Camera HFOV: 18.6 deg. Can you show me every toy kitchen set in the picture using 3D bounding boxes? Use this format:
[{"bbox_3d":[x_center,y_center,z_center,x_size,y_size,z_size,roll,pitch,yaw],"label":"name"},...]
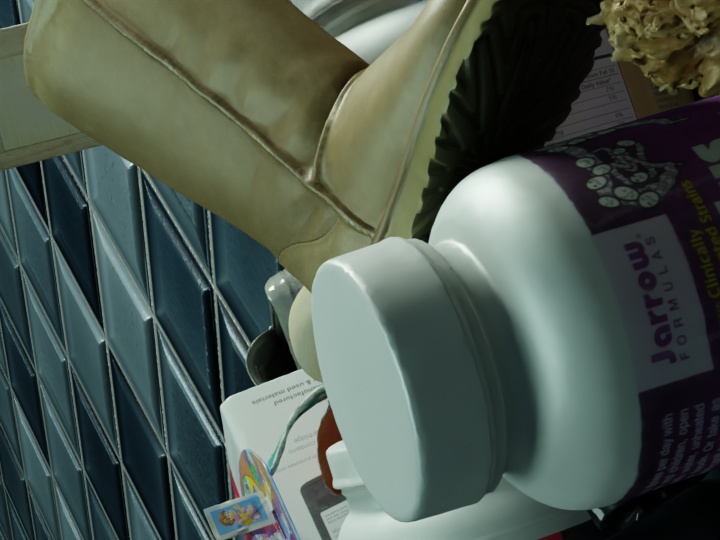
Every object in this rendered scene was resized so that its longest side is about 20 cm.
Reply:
[{"bbox_3d":[-0.174,-0.161,1.371,0.200,0.180,0.164,-176,71,-72],"label":"toy kitchen set"}]

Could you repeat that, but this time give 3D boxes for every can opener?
[{"bbox_3d":[0.086,0.125,0.843,0.079,0.200,0.064,37,132,25],"label":"can opener"}]

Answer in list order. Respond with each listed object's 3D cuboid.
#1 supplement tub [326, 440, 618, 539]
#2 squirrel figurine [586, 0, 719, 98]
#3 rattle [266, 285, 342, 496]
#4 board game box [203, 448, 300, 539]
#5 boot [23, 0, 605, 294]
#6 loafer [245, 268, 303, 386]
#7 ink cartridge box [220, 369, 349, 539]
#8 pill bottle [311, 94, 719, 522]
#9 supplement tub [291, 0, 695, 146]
[{"bbox_3d":[0.072,0.157,0.981,0.140,0.140,0.201,160,92,-72],"label":"supplement tub"},{"bbox_3d":[0.130,-0.123,0.608,0.187,0.141,0.200,57,168,14],"label":"squirrel figurine"},{"bbox_3d":[0.000,0.000,1.047,0.143,0.130,0.200,57,148,16],"label":"rattle"},{"bbox_3d":[-0.036,0.186,1.049,0.158,0.039,0.200,94,153,-61],"label":"board game box"},{"bbox_3d":[-0.026,-0.084,0.759,0.200,0.066,0.175,40,116,31],"label":"boot"},{"bbox_3d":[-0.037,0.053,1.331,0.200,0.070,0.070,98,149,-53],"label":"loafer"},{"bbox_3d":[0.003,0.168,1.152,0.145,0.083,0.200,89,158,-58],"label":"ink cartridge box"},{"bbox_3d":[0.091,0.009,0.686,0.112,0.199,0.113,163,90,-72],"label":"pill bottle"},{"bbox_3d":[0.061,-0.032,0.831,0.145,0.144,0.201,146,106,-72],"label":"supplement tub"}]
